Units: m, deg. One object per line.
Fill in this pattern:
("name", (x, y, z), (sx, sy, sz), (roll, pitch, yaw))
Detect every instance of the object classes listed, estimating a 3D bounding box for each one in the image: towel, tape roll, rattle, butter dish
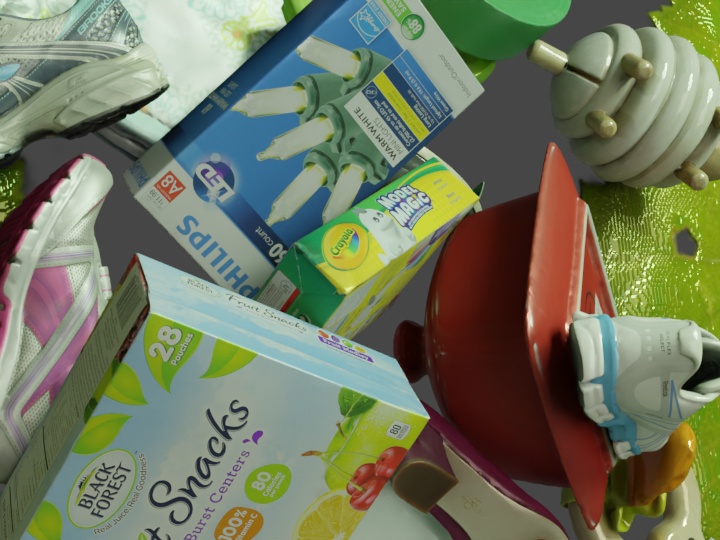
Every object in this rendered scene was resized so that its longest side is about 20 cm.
("towel", (-0.139, -0.166, 0.741), (0.199, 0.048, 0.172), (35, 64, -22))
("tape roll", (0.072, -0.252, 0.855), (0.200, 0.048, 0.202), (26, 47, -32))
("rattle", (0.259, 0.190, 0.870), (0.200, 0.143, 0.130), (48, 40, -8))
("butter dish", (0.093, 0.049, 0.791), (0.201, 0.147, 0.200), (-75, 149, -45))

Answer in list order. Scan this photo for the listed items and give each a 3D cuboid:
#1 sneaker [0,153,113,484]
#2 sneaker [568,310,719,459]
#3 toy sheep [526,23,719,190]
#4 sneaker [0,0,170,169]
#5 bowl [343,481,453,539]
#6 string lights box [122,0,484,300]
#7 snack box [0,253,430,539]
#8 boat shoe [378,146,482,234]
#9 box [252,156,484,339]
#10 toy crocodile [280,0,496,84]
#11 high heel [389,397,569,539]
("sneaker", (-0.175, 0.033, 0.662), (0.088, 0.081, 0.201), (23, 76, -28))
("sneaker", (0.190, 0.071, 0.713), (0.200, 0.086, 0.076), (34, 50, -65))
("toy sheep", (0.218, -0.130, 0.914), (0.199, 0.138, 0.139), (31, 65, -18))
("sneaker", (-0.213, -0.100, 0.647), (0.199, 0.078, 0.087), (-25, 94, -18))
("bowl", (0.019, 0.224, 0.709), (0.201, 0.090, 0.201), (47, 15, -16))
("string lights box", (-0.035, -0.083, 0.701), (0.200, 0.059, 0.103), (-43, 116, -2))
("snack box", (-0.088, 0.114, 0.615), (0.168, 0.068, 0.201), (24, 107, -28))
("boat shoe", (0.006, -0.069, 0.799), (0.199, 0.072, 0.068), (31, 80, -38))
("box", (0.000, 0.000, 0.725), (0.048, 0.118, 0.200), (45, 36, 10))
("toy crocodile", (0.022, -0.155, 0.811), (0.199, 0.062, 0.068), (12, 53, -48))
("high heel", (0.074, 0.143, 0.769), (0.067, 0.096, 0.200), (-38, 125, 8))
